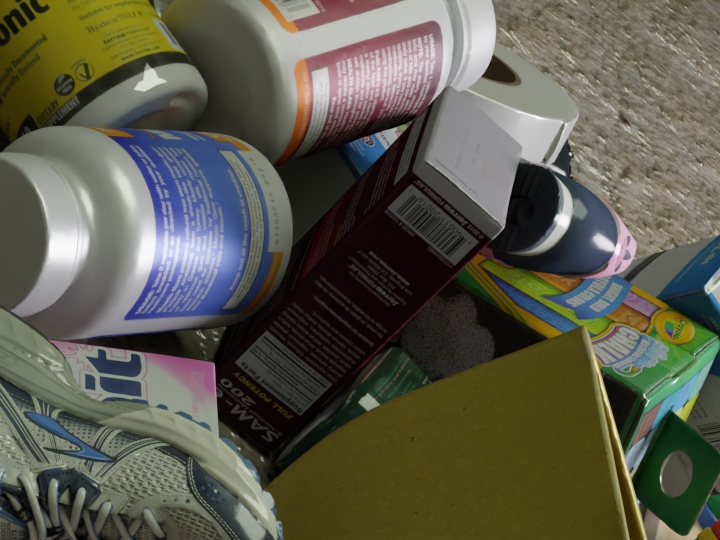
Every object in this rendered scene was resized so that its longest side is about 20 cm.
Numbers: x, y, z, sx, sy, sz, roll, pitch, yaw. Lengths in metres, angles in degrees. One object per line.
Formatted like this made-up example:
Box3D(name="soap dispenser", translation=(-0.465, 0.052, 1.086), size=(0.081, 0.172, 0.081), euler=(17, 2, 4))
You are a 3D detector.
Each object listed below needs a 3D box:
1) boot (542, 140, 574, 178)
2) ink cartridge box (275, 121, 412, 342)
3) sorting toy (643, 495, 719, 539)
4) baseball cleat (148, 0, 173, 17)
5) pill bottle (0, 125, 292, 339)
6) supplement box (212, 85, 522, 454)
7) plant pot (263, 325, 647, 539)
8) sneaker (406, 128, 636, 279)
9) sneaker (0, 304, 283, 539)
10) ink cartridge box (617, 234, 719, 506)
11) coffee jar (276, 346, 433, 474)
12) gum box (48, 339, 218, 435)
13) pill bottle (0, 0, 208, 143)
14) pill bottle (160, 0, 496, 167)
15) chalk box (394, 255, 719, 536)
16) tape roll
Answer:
Box3D(name="boot", translation=(0.098, -0.081, 1.763), size=(0.162, 0.073, 0.198), euler=(11, 38, -48))
Box3D(name="ink cartridge box", translation=(0.031, -0.032, 1.576), size=(0.200, 0.085, 0.145), euler=(1, 51, -58))
Box3D(name="sorting toy", translation=(0.285, 0.218, 1.632), size=(0.199, 0.070, 0.200), euler=(44, 26, -7))
Box3D(name="baseball cleat", translation=(-0.163, -0.187, 1.471), size=(0.200, 0.106, 0.070), euler=(51, 12, -5))
Box3D(name="pill bottle", translation=(-0.133, -0.020, 1.272), size=(0.200, 0.112, 0.112), euler=(-1, 53, -58))
Box3D(name="supplement box", translation=(0.000, 0.000, 1.346), size=(0.061, 0.200, 0.109), euler=(40, 27, -11))
Box3D(name="plant pot", translation=(0.042, 0.178, 1.138), size=(0.194, 0.200, 0.196), euler=(-94, 167, -52))
Box3D(name="sneaker", translation=(0.084, -0.035, 1.420), size=(0.082, 0.070, 0.200), euler=(25, 4, -32))
Box3D(name="sneaker", translation=(-0.125, 0.094, 1.019), size=(0.200, 0.077, 0.085), euler=(27, 46, 20))
Box3D(name="ink cartridge box", translation=(0.211, 0.065, 1.545), size=(0.086, 0.200, 0.147), euler=(-43, 105, -32))
Box3D(name="coffee jar", translation=(0.052, 0.145, 1.355), size=(0.200, 0.085, 0.104), euler=(46, 27, 0))
Box3D(name="gum box", translation=(-0.125, 0.115, 1.097), size=(0.113, 0.066, 0.200), euler=(10, 38, -14))
Box3D(name="pill bottle", translation=(-0.184, -0.148, 1.376), size=(0.200, 0.111, 0.111), euler=(54, 26, 15))
Box3D(name="pill bottle", translation=(-0.018, -0.132, 1.444), size=(0.200, 0.114, 0.114), euler=(-21, 69, -43))
Box3D(name="chalk box", translation=(0.127, 0.079, 1.438), size=(0.200, 0.125, 0.124), euler=(32, 29, 18))
Box3D(name="tape roll", translation=(0.055, -0.138, 1.654), size=(0.203, 0.037, 0.203), euler=(25, 17, -8))
